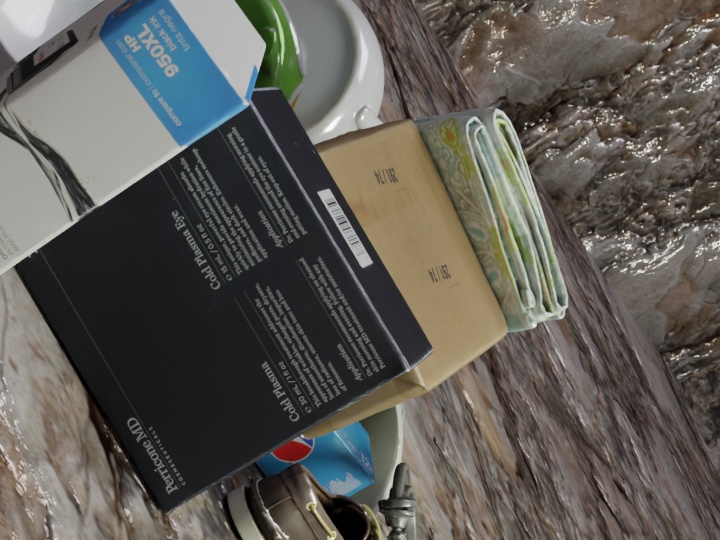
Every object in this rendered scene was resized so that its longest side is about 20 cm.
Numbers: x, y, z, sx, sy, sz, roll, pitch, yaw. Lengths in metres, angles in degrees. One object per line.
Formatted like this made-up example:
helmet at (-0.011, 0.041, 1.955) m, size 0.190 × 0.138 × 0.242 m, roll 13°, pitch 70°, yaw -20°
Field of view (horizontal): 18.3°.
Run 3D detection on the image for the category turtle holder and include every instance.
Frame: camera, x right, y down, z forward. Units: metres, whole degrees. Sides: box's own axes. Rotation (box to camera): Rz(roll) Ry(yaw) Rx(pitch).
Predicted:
turtle holder at (-0.097, -0.158, 1.785) m, size 0.185 × 0.141 × 0.132 m, roll 37°, pitch 5°, yaw 19°

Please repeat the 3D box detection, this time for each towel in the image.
towel at (0.068, -0.035, 1.709) m, size 0.200 × 0.048 × 0.172 m, roll -6°, pitch -73°, yaw 55°

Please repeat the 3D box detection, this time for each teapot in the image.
teapot at (-0.061, -0.149, 1.934) m, size 0.146 × 0.197 × 0.201 m, roll 61°, pitch 15°, yaw -64°

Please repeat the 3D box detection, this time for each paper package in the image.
paper package at (0.000, 0.000, 1.590) m, size 0.191 × 0.103 × 0.200 m, roll 65°, pitch 25°, yaw -2°

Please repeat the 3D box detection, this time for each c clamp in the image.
c clamp at (0.031, 0.231, 1.559) m, size 0.171 × 0.027 × 0.201 m, roll 54°, pitch 34°, yaw -77°

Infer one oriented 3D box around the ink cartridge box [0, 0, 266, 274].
ink cartridge box at (-0.162, -0.092, 1.305) m, size 0.084 × 0.200 × 0.145 m, roll 53°, pitch 12°, yaw -15°

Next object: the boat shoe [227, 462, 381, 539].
boat shoe at (-0.020, 0.186, 1.547) m, size 0.200 × 0.059 × 0.072 m, roll 43°, pitch 19°, yaw -53°

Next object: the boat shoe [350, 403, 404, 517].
boat shoe at (0.007, 0.122, 1.727) m, size 0.072 × 0.070 × 0.201 m, roll 68°, pitch 21°, yaw -49°

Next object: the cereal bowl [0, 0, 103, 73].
cereal bowl at (-0.234, -0.220, 1.512) m, size 0.200 × 0.083 × 0.201 m, roll 1°, pitch 89°, yaw -61°

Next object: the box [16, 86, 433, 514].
box at (-0.086, 0.016, 1.395) m, size 0.200 × 0.182 × 0.104 m, roll 60°, pitch 11°, yaw 1°

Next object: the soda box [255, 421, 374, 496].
soda box at (-0.070, 0.081, 1.593) m, size 0.200 × 0.064 × 0.068 m, roll 54°, pitch 13°, yaw -25°
